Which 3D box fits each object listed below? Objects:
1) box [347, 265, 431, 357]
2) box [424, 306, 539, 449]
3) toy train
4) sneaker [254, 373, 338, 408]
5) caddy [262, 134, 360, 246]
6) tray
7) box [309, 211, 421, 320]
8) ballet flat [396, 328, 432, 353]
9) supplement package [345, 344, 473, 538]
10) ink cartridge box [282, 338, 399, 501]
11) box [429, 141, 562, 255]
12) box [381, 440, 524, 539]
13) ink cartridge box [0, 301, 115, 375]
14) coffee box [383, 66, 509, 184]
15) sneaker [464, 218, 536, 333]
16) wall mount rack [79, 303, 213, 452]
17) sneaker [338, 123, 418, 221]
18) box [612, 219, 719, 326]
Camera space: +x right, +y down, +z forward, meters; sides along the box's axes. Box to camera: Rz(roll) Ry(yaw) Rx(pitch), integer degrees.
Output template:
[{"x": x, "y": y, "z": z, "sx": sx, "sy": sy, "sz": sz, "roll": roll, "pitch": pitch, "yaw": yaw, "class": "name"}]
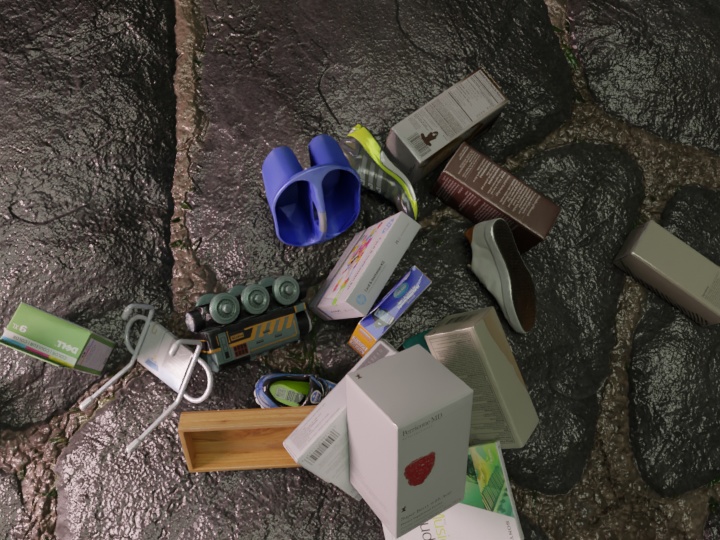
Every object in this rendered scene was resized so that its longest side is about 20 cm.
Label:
[{"x": 0.041, "y": 0.064, "z": 0.973, "sx": 0.041, "sy": 0.200, "sz": 0.119, "roll": 43, "pitch": 75, "yaw": 4, "class": "box"}, {"x": 0.186, "y": 0.166, "z": 0.987, "sx": 0.078, "sy": 0.095, "sz": 0.200, "roll": -33, "pitch": 104, "yaw": -49, "class": "box"}, {"x": -0.164, "y": 0.077, "z": 0.985, "sx": 0.200, "sy": 0.085, "sz": 0.114, "roll": -16, "pitch": 97, "yaw": -36, "class": "toy train"}, {"x": -0.061, "y": 0.201, "z": 0.983, "sx": 0.200, "sy": 0.089, "sz": 0.079, "roll": 11, "pitch": 75, "yaw": -7, "class": "sneaker"}, {"x": -0.073, "y": -0.113, "z": 1.009, "sx": 0.141, "sy": 0.200, "sz": 0.105, "roll": -18, "pitch": 63, "yaw": -10, "class": "caddy"}, {"x": -0.154, "y": 0.245, "z": 0.945, "sx": 0.199, "sy": 0.099, "sz": 0.037, "roll": -3, "pitch": 37, "yaw": -3, "class": "tray"}, {"x": 0.000, "y": 0.000, "z": 0.982, "sx": 0.041, "sy": 0.200, "sz": 0.156, "roll": 36, "pitch": 75, "yaw": -13, "class": "box"}, {"x": 0.078, "y": 0.150, "z": 1.023, "sx": 0.200, "sy": 0.069, "sz": 0.070, "roll": -23, "pitch": 80, "yaw": -36, "class": "ballet flat"}, {"x": 0.062, "y": 0.224, "z": 0.860, "sx": 0.121, "sy": 0.200, "sz": 0.120, "roll": -19, "pitch": 35, "yaw": -26, "class": "supplement package"}, {"x": 0.013, "y": 0.218, "z": 0.931, "sx": 0.200, "sy": 0.174, "sz": 0.044, "roll": -46, "pitch": 45, "yaw": -6, "class": "ink cartridge box"}, {"x": 0.225, "y": -0.119, "z": 1.096, "sx": 0.200, "sy": 0.100, "sz": 0.075, "roll": 36, "pitch": 74, "yaw": 1, "class": "box"}, {"x": 0.125, "y": 0.343, "z": 0.960, "sx": 0.200, "sy": 0.036, "sz": 0.145, "roll": -16, "pitch": 78, "yaw": 14, "class": "box"}, {"x": -0.420, "y": 0.095, "z": 0.899, "sx": 0.104, "sy": 0.200, "sz": 0.059, "roll": 24, "pitch": 76, "yaw": -2, "class": "ink cartridge box"}, {"x": 0.141, "y": -0.241, "z": 1.108, "sx": 0.200, "sy": 0.114, "sz": 0.080, "roll": -37, "pitch": 83, "yaw": -16, "class": "coffee box"}, {"x": 0.233, "y": 0.011, "z": 1.092, "sx": 0.073, "sy": 0.085, "sz": 0.200, "roll": -27, "pitch": 101, "yaw": -39, "class": "sneaker"}, {"x": -0.312, "y": 0.151, "z": 0.937, "sx": 0.200, "sy": 0.075, "sz": 0.174, "roll": 28, "pitch": 99, "yaw": 30, "class": "wall mount rack"}, {"x": 0.025, "y": -0.149, "z": 1.097, "sx": 0.081, "sy": 0.074, "sz": 0.200, "roll": -36, "pitch": 76, "yaw": -8, "class": "sneaker"}, {"x": 0.551, "y": 0.006, "z": 1.128, "sx": 0.200, "sy": 0.068, "sz": 0.082, "roll": 37, "pitch": 74, "yaw": 2, "class": "box"}]
